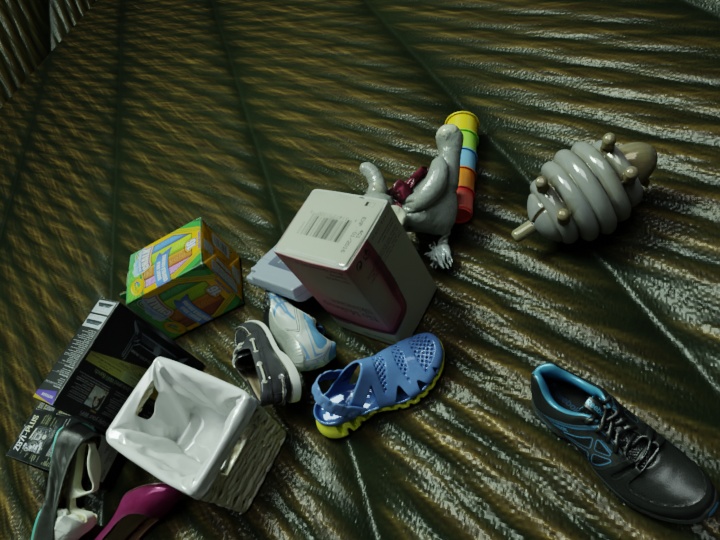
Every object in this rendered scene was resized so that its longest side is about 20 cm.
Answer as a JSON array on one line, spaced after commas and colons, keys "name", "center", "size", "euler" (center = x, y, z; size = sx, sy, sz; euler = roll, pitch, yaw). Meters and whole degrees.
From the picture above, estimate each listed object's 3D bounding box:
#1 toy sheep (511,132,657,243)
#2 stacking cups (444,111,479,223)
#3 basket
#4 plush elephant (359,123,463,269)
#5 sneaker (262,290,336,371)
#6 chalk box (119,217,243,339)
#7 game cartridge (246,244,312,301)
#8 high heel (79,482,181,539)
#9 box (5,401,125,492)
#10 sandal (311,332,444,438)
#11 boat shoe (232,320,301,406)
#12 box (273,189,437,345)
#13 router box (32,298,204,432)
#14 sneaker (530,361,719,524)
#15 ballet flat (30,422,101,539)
[{"name": "toy sheep", "center": [0.284, -0.099, 0.699], "size": [0.199, 0.138, 0.138], "euler": [-28, 46, 15]}, {"name": "stacking cups", "center": [0.159, -0.169, 0.871], "size": [0.060, 0.061, 0.201], "euler": [-7, 52, 25]}, {"name": "basket", "center": [-0.218, 0.222, 0.737], "size": [0.199, 0.124, 0.136], "euler": [12, 62, 35]}, {"name": "plush elephant", "center": [0.056, -0.101, 0.801], "size": [0.154, 0.165, 0.201], "euler": [5, 71, -12]}, {"name": "sneaker", "center": [-0.101, 0.088, 0.825], "size": [0.072, 0.072, 0.200], "euler": [-5, 26, -29]}, {"name": "chalk box", "center": [-0.326, 0.025, 0.953], "size": [0.199, 0.125, 0.124], "euler": [-28, 46, 10]}, {"name": "game cartridge", "center": [-0.075, -0.031, 0.886], "size": [0.133, 0.042, 0.200], "euler": [20, 52, 34]}, {"name": "high heel", "center": [-0.313, 0.363, 0.722], "size": [0.200, 0.067, 0.096], "euler": [-37, 41, 16]}, {"name": "box", "center": [-0.440, 0.233, 0.880], "size": [0.163, 0.086, 0.201], "euler": [0, 56, 30]}, {"name": "sandal", "center": [0.017, 0.141, 0.694], "size": [0.200, 0.087, 0.080], "euler": [-33, 44, 0]}, {"name": "boat shoe", "center": [-0.153, 0.133, 0.787], "size": [0.060, 0.074, 0.200], "euler": [-6, 27, -31]}, {"name": "box", "center": [0.000, 0.000, 0.732], "size": [0.127, 0.200, 0.109], "euler": [14, 63, 37]}, {"name": "router box", "center": [-0.345, 0.161, 0.804], "size": [0.052, 0.200, 0.158], "euler": [5, 57, 32]}, {"name": "sneaker", "center": [0.250, 0.168, 0.542], "size": [0.073, 0.082, 0.200], "euler": [-45, 48, -12]}, {"name": "ballet flat", "center": [-0.391, 0.310, 0.728], "size": [0.068, 0.068, 0.201], "euler": [1, 79, 15]}]
